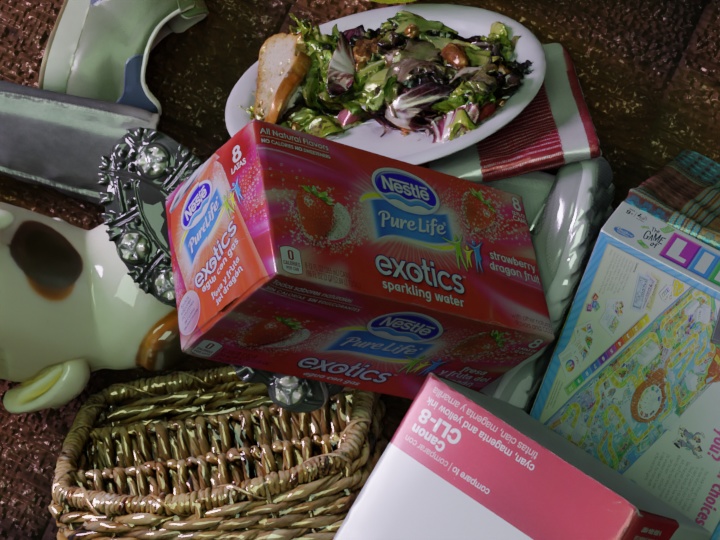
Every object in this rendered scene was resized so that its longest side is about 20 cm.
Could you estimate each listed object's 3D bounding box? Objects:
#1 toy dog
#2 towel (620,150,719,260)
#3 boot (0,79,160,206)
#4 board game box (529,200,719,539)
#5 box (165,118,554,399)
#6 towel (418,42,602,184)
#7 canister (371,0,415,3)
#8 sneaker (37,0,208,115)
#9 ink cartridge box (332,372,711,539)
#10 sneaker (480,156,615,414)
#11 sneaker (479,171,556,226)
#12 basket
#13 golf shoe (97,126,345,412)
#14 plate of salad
[{"bbox_3d":[-0.193,0.007,1.167,0.199,0.194,0.140,2,51,-22],"label":"toy dog"},{"bbox_3d":[0.259,-0.012,1.090,0.199,0.147,0.022,27,112,14],"label":"towel"},{"bbox_3d":[-0.238,-0.079,1.227,0.199,0.182,0.073,9,72,-14],"label":"boot"},{"bbox_3d":[0.175,0.072,1.086,0.134,0.034,0.201,29,133,14],"label":"board game box"},{"bbox_3d":[0.000,0.000,1.051,0.095,0.199,0.100,-38,50,40],"label":"box"},{"bbox_3d":[0.039,-0.086,1.147,0.199,0.144,0.023,-12,120,5],"label":"towel"},{"bbox_3d":[0.054,-0.287,1.194,0.148,0.087,0.201,-11,80,11],"label":"canister"},{"bbox_3d":[-0.140,-0.191,1.240,0.089,0.067,0.201,19,80,-5],"label":"sneaker"},{"bbox_3d":[0.067,0.186,1.032,0.144,0.145,0.201,32,93,27],"label":"ink cartridge box"},{"bbox_3d":[0.090,0.015,1.134,0.082,0.075,0.201,27,108,16],"label":"sneaker"},{"bbox_3d":[0.043,-0.056,1.182,0.199,0.075,0.089,2,43,0],"label":"sneaker"},{"bbox_3d":[-0.085,0.124,1.144,0.199,0.143,0.150,-8,82,11],"label":"basket"},{"bbox_3d":[-0.081,-0.001,1.132,0.077,0.088,0.200,-39,91,11],"label":"golf shoe"},{"bbox_3d":[0.013,-0.121,1.144,0.199,0.200,0.048,-5,124,11],"label":"plate of salad"}]
